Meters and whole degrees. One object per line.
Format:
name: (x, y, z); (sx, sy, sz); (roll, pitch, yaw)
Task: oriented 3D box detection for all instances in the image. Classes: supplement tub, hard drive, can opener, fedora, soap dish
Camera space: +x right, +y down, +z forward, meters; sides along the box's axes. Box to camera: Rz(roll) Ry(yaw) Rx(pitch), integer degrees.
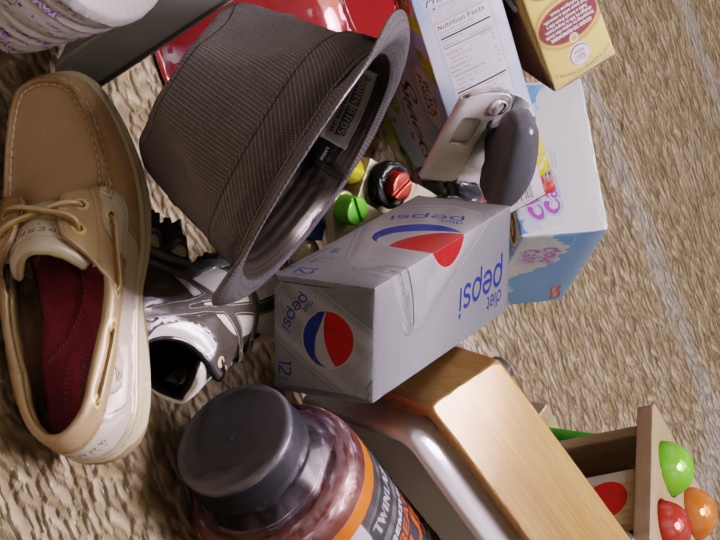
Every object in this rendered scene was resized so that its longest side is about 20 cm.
supplement tub: (-0.025, 0.147, 1.328); (0.200, 0.106, 0.107); (53, 31, -44)
hard drive: (-0.092, -0.179, 1.298); (0.026, 0.132, 0.200); (51, 23, -21)
can opener: (0.057, -0.035, 1.538); (0.053, 0.201, 0.067); (2, 43, -29)
fedora: (-0.053, -0.075, 1.204); (0.090, 0.177, 0.200); (33, 10, 6)
soap dish: (0.068, 0.126, 1.410); (0.081, 0.157, 0.200); (-44, 114, -16)

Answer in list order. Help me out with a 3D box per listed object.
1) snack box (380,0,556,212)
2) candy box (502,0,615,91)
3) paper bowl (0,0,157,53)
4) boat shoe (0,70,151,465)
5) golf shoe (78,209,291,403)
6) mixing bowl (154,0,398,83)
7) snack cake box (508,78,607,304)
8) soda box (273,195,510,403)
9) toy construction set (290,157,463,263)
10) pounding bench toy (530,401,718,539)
snack box: (0.047, -0.154, 1.606); (0.169, 0.067, 0.201); (46, -19, 54)
candy box: (0.091, -0.227, 1.550); (0.117, 0.056, 0.201); (43, -18, 55)
paper bowl: (-0.181, -0.206, 1.165); (0.200, 0.104, 0.202); (-14, 90, -69)
boat shoe: (-0.145, -0.006, 1.171); (0.069, 0.073, 0.201); (20, 60, -71)
golf shoe: (-0.091, 0.031, 1.289); (0.200, 0.077, 0.095); (17, 65, -50)
mixing bowl: (-0.043, -0.161, 1.473); (0.200, 0.108, 0.201); (-15, 90, -69)
snack cake box: (0.127, -0.054, 1.759); (0.200, 0.067, 0.116); (106, -23, -74)
soda box: (0.021, 0.012, 1.353); (0.200, 0.063, 0.069); (-29, 123, -61)
toy construction set: (0.000, 0.000, 1.474); (0.200, 0.092, 0.132); (33, 74, -61)
pounding bench toy: (0.181, 0.167, 1.752); (0.124, 0.155, 0.201); (57, 28, -38)
